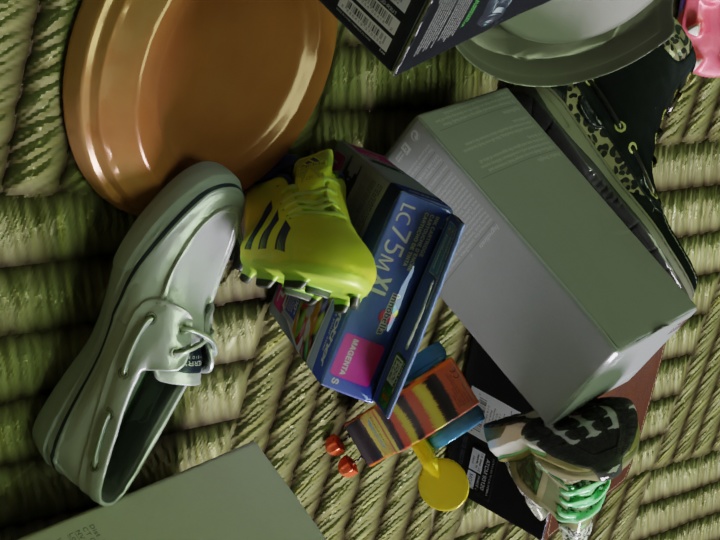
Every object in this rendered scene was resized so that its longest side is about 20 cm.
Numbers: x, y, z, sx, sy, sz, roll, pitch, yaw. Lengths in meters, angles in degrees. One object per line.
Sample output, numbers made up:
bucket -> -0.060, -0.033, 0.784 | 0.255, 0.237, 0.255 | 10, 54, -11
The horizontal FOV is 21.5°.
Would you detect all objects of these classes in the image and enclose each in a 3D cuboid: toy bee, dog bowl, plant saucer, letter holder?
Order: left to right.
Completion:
plant saucer -> -0.076, -0.117, 1.034 | 0.200, 0.037, 0.201 | -35, 140, -37
toy bee -> 0.030, 0.108, 1.289 | 0.108, 0.131, 0.200 | -33, 156, -1
letter holder -> 0.157, 0.078, 1.454 | 0.142, 0.100, 0.202 | -23, 131, -48
dog bowl -> 0.133, -0.210, 1.168 | 0.198, 0.059, 0.201 | -14, 138, -13

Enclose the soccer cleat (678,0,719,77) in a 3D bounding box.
soccer cleat -> 0.271, -0.243, 1.426 | 0.077, 0.066, 0.202 | -70, 162, -59

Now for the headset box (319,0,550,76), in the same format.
headset box -> 0.039, -0.217, 0.980 | 0.199, 0.174, 0.093 | -28, 157, -41

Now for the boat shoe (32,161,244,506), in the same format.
boat shoe -> -0.107, 0.039, 1.042 | 0.073, 0.067, 0.201 | -1, 125, -53

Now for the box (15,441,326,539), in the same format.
box -> -0.124, 0.202, 1.099 | 0.199, 0.109, 0.128 | -18, 153, -47

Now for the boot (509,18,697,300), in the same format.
boot -> 0.204, -0.089, 1.352 | 0.204, 0.073, 0.154 | 51, 59, -14

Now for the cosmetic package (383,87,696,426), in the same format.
cosmetic package -> 0.106, -0.012, 1.204 | 0.106, 0.201, 0.090 | -19, 157, -48

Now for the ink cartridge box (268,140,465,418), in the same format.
ink cartridge box -> 0.000, 0.000, 1.103 | 0.042, 0.200, 0.120 | 20, 98, -19

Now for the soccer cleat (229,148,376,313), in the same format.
soccer cleat -> -0.032, -0.028, 1.051 | 0.064, 0.200, 0.084 | 20, 93, -15

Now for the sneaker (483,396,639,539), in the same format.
sneaker -> 0.141, 0.133, 1.223 | 0.076, 0.200, 0.089 | -19, 91, -8
